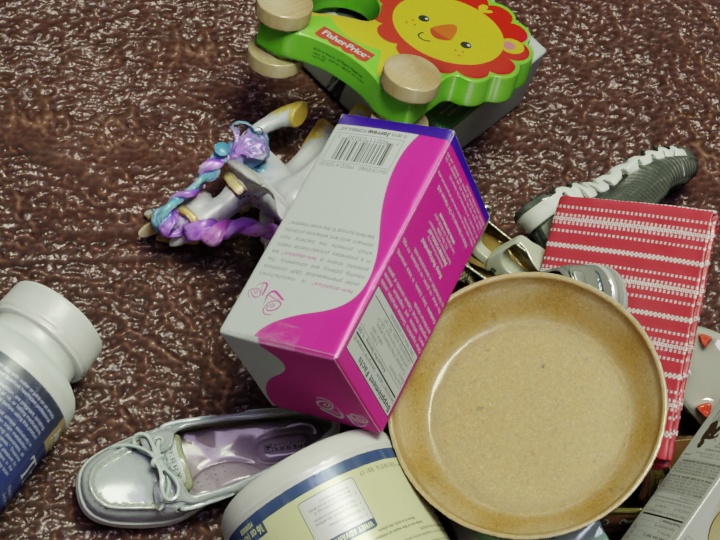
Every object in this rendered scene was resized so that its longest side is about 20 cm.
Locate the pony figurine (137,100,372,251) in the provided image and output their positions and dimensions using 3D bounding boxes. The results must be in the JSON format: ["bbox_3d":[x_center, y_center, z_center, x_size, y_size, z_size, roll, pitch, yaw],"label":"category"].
[{"bbox_3d":[-0.059,-0.053,1.269,0.199,0.168,0.193,-35,43,-23],"label":"pony figurine"}]

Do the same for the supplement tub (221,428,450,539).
[{"bbox_3d":[0.004,0.230,1.119,0.144,0.145,0.201,-22,69,-23],"label":"supplement tub"}]

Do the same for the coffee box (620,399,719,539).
[{"bbox_3d":[0.275,0.205,1.188,0.113,0.080,0.201,40,78,-12],"label":"coffee box"}]

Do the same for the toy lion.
[{"bbox_3d":[0.035,-0.191,1.295,0.199,0.069,0.192,31,45,17],"label":"toy lion"}]

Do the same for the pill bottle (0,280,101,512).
[{"bbox_3d":[-0.276,0.107,1.136,0.110,0.111,0.201,33,60,5],"label":"pill bottle"}]

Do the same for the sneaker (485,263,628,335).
[{"bbox_3d":[0.105,0.042,1.230,0.082,0.199,0.075,23,41,-53],"label":"sneaker"}]

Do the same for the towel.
[{"bbox_3d":[0.197,0.045,1.231,0.144,0.022,0.202,8,81,35],"label":"towel"}]

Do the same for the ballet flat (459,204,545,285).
[{"bbox_3d":[0.115,-0.011,1.314,0.199,0.075,0.068,34,58,6],"label":"ballet flat"}]

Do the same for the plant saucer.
[{"bbox_3d":[0.119,0.099,1.133,0.198,0.036,0.202,-4,64,8],"label":"plant saucer"}]

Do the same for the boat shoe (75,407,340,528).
[{"bbox_3d":[-0.113,0.141,1.184,0.200,0.065,0.075,-7,64,-17],"label":"boat shoe"}]

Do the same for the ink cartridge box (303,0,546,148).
[{"bbox_3d":[0.040,-0.202,1.393,0.200,0.083,0.146,44,61,12],"label":"ink cartridge box"}]

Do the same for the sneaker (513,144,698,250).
[{"bbox_3d":[0.227,-0.044,1.362,0.199,0.066,0.091,-22,75,-33],"label":"sneaker"}]

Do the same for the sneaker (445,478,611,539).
[{"bbox_3d":[0.117,0.162,1.184,0.117,0.074,0.201,-26,43,-1],"label":"sneaker"}]

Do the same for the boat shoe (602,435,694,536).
[{"bbox_3d":[0.221,0.171,1.247,0.198,0.068,0.072,-15,67,-21],"label":"boat shoe"}]

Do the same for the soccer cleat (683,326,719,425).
[{"bbox_3d":[0.325,0.118,1.298,0.199,0.078,0.069,38,93,2],"label":"soccer cleat"}]

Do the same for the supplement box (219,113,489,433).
[{"bbox_3d":[0.000,0.000,1.138,0.100,0.104,0.201,12,58,31],"label":"supplement box"}]
